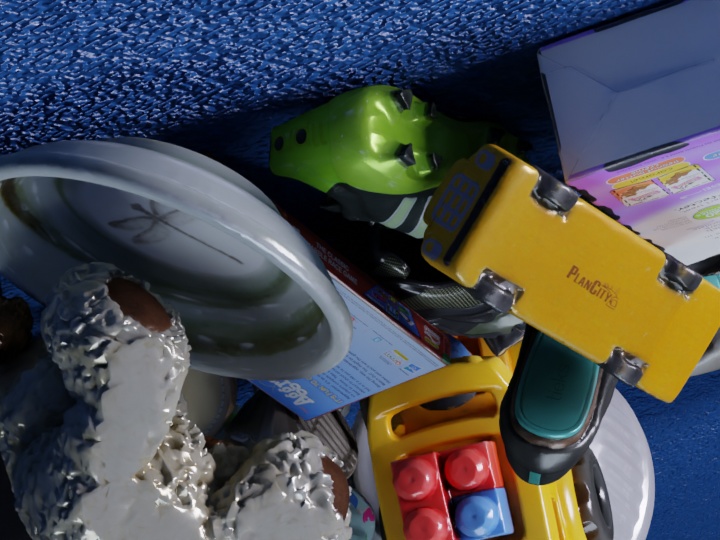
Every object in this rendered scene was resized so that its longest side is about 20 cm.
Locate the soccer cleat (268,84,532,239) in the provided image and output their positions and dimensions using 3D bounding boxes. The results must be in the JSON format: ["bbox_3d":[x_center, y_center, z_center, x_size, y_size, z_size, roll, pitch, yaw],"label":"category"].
[{"bbox_3d":[0.030,-0.045,1.270,0.081,0.068,0.200,-10,160,30],"label":"soccer cleat"}]

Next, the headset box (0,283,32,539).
[{"bbox_3d":[-0.234,0.110,1.383,0.092,0.176,0.200,-7,164,-16],"label":"headset box"}]

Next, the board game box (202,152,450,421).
[{"bbox_3d":[-0.052,0.013,1.331,0.102,0.020,0.200,-23,137,31],"label":"board game box"}]

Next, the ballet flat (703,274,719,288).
[{"bbox_3d":[0.226,0.007,1.576,0.198,0.071,0.071,-11,163,-5],"label":"ballet flat"}]

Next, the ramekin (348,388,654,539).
[{"bbox_3d":[0.084,0.131,1.650,0.199,0.202,0.105,-15,154,13],"label":"ramekin"}]

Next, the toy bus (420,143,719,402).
[{"bbox_3d":[0.099,-0.001,1.222,0.199,0.078,0.065,29,95,-44],"label":"toy bus"}]

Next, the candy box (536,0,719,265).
[{"bbox_3d":[0.199,-0.076,1.255,0.167,0.072,0.200,-18,162,18],"label":"candy box"}]

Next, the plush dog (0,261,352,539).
[{"bbox_3d":[-0.124,0.093,1.254,0.161,0.172,0.200,-48,116,-1],"label":"plush dog"}]

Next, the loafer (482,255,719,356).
[{"bbox_3d":[0.150,0.007,1.489,0.198,0.073,0.073,-8,161,-16],"label":"loafer"}]

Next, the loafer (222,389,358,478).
[{"bbox_3d":[-0.052,0.112,1.429,0.068,0.076,0.200,-30,-168,17],"label":"loafer"}]

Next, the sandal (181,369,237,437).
[{"bbox_3d":[-0.163,0.085,1.448,0.211,0.078,0.069,-8,-163,42],"label":"sandal"}]

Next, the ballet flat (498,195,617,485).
[{"bbox_3d":[0.118,0.031,1.367,0.068,0.201,0.069,20,145,13],"label":"ballet flat"}]

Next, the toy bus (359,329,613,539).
[{"bbox_3d":[0.057,0.105,1.489,0.135,0.202,0.192,-14,169,14],"label":"toy bus"}]

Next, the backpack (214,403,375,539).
[{"bbox_3d":[-0.098,0.166,1.582,0.199,0.151,0.177,30,144,-19],"label":"backpack"}]

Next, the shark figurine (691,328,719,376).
[{"bbox_3d":[0.272,-0.017,1.442,0.128,0.090,0.215,-26,152,-37],"label":"shark figurine"}]

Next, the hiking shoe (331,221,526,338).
[{"bbox_3d":[0.000,0.000,1.397,0.198,0.076,0.101,-14,145,6],"label":"hiking shoe"}]

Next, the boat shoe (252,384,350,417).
[{"bbox_3d":[-0.032,0.070,1.574,0.070,0.070,0.200,-8,162,-4],"label":"boat shoe"}]

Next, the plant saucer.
[{"bbox_3d":[-0.092,-0.015,1.213,0.199,0.051,0.200,18,157,8],"label":"plant saucer"}]
